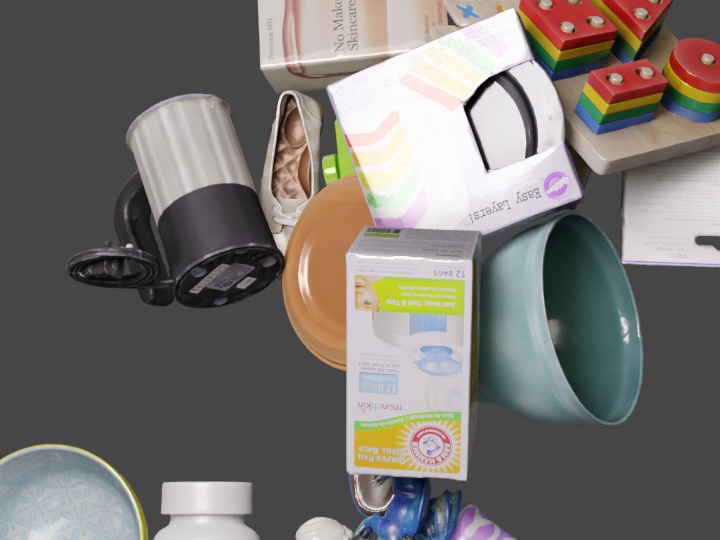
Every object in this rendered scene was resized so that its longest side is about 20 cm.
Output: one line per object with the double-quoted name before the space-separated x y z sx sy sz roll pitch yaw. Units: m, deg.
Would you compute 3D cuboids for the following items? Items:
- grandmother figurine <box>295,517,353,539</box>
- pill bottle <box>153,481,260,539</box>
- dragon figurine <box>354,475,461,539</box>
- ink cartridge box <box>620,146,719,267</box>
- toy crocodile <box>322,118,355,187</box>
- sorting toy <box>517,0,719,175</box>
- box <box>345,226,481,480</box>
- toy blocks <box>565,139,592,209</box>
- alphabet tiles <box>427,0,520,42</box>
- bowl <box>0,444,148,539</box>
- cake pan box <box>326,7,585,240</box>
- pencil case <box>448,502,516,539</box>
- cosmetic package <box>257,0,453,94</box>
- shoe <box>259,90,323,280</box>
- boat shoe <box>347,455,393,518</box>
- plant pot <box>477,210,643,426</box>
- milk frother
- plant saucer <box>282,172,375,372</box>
"grandmother figurine" -0.002 0.328 1.282 0.060 0.121 0.201 -26 87 -40
"pill bottle" -0.151 0.310 1.316 0.108 0.110 0.202 -1 80 10
"dragon figurine" 0.055 0.221 1.258 0.099 0.059 0.202 7 73 48
"ink cartridge box" 0.358 -0.096 1.337 0.196 0.043 0.202 3 77 10
"toy crocodile" 0.005 -0.067 1.391 0.067 0.062 0.202 -14 73 7
"sorting toy" 0.254 -0.199 1.275 0.197 0.070 0.201 -15 52 -29
"box" 0.048 0.072 1.182 0.111 0.101 0.202 3 106 9
"toy blocks" 0.156 -0.117 1.340 0.198 0.100 0.138 24 126 11
"alphabet tiles" 0.167 -0.208 1.321 0.198 0.015 0.196 -7 50 -28
"bowl" -0.295 0.278 1.348 0.198 0.108 0.203 -2 79 10
"cake pan box" 0.090 -0.118 1.226 0.198 0.052 0.186 -19 88 12
"pencil case" 0.149 0.311 1.282 0.200 0.084 0.086 40 109 16
"cosmetic package" -0.003 -0.254 1.409 0.198 0.087 0.105 -6 79 9
"shoe" -0.076 -0.091 1.408 0.069 0.053 0.202 2 80 10
"boat shoe" 0.022 0.146 1.336 0.071 0.072 0.202 5 80 11
"plant pot" 0.165 0.058 1.281 0.133 0.199 0.203 -15 76 33
"milk frother" -0.201 -0.068 1.340 0.179 0.200 0.190 -28 64 13
"plant saucer" 0.000 0.000 1.315 0.198 0.037 0.203 -5 80 32
